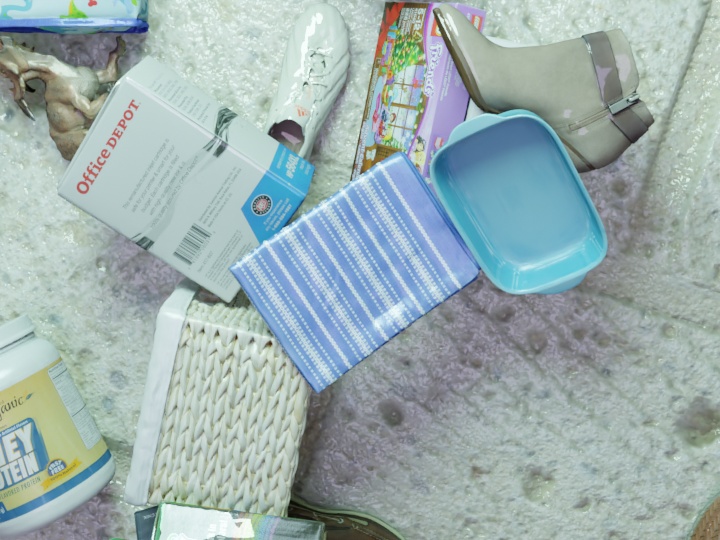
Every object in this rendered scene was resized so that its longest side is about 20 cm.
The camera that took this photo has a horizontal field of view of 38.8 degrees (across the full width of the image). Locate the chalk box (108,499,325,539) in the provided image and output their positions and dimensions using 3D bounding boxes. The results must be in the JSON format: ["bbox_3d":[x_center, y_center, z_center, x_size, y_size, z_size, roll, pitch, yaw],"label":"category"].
[{"bbox_3d":[-0.142,0.296,0.955,0.199,0.124,0.125,8,61,-3],"label":"chalk box"}]

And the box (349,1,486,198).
[{"bbox_3d":[0.052,-0.164,1.020,0.039,0.137,0.201,6,100,-31],"label":"box"}]

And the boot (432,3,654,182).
[{"bbox_3d":[0.171,-0.178,0.923,0.146,0.070,0.201,-26,108,9],"label":"boot"}]

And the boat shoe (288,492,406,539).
[{"bbox_3d":[-0.042,0.300,1.123,0.201,0.075,0.075,17,99,-1],"label":"boat shoe"}]

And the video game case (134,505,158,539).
[{"bbox_3d":[-0.152,0.324,1.050,0.142,0.019,0.201,-16,56,0],"label":"video game case"}]

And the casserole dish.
[{"bbox_3d":[0.145,-0.064,0.928,0.121,0.039,0.200,-23,120,21],"label":"casserole dish"}]

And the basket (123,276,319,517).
[{"bbox_3d":[-0.133,0.125,1.042,0.160,0.198,0.201,10,98,-4],"label":"basket"}]

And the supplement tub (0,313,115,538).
[{"bbox_3d":[-0.363,0.162,1.079,0.144,0.145,0.201,-25,97,6],"label":"supplement tub"}]

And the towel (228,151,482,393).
[{"bbox_3d":[0.000,0.000,0.942,0.200,0.024,0.145,-35,97,-10],"label":"towel"}]

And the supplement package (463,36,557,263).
[{"bbox_3d":[0.155,-0.121,1.030,0.121,0.120,0.201,13,99,-1],"label":"supplement package"}]

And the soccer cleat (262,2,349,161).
[{"bbox_3d":[-0.059,-0.176,1.051,0.069,0.078,0.201,18,98,-1],"label":"soccer cleat"}]

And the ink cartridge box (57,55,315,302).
[{"bbox_3d":[-0.167,-0.088,0.990,0.200,0.084,0.146,34,116,-11],"label":"ink cartridge box"}]

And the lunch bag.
[{"bbox_3d":[-0.315,-0.322,1.015,0.199,0.127,0.171,-2,99,-7],"label":"lunch bag"}]

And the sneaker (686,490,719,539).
[{"bbox_3d":[0.399,0.326,1.118,0.080,0.071,0.201,21,104,-6],"label":"sneaker"}]

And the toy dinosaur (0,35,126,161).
[{"bbox_3d":[-0.302,-0.161,1.065,0.135,0.086,0.201,-12,110,11],"label":"toy dinosaur"}]
